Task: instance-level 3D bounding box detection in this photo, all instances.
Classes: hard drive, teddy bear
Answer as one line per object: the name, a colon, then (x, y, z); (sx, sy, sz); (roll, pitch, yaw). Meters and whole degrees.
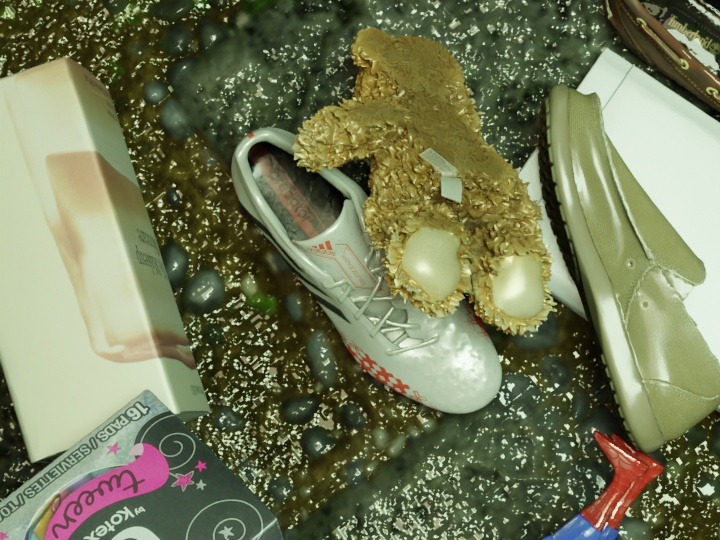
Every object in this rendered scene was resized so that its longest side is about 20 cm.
hard drive: (0.182, -0.014, 0.974); (0.200, 0.027, 0.132); (35, 88, 5)
teddy bear: (0.035, -0.041, 0.920); (0.145, 0.067, 0.200); (-5, 49, -36)

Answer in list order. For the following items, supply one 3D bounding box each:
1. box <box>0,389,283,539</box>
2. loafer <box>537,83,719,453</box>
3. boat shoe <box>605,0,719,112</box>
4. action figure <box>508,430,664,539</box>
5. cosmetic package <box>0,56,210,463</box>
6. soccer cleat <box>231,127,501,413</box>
box: (-0.136, 0.183, 0.858); (0.200, 0.132, 0.115); (-38, 55, -19)
loafer: (0.145, -0.006, 0.930); (0.067, 0.076, 0.201); (-16, 93, 0)
boat shoe: (0.223, -0.109, 0.960); (0.200, 0.070, 0.071); (29, 86, 4)
action figure: (0.085, 0.175, 0.941); (0.052, 0.065, 0.200); (34, 96, 17)
cosmetic package: (-0.158, -0.003, 0.956); (0.087, 0.103, 0.201); (-18, 85, 3)
soccer cleat: (0.000, 0.000, 0.954); (0.069, 0.085, 0.200); (-41, 84, -1)
